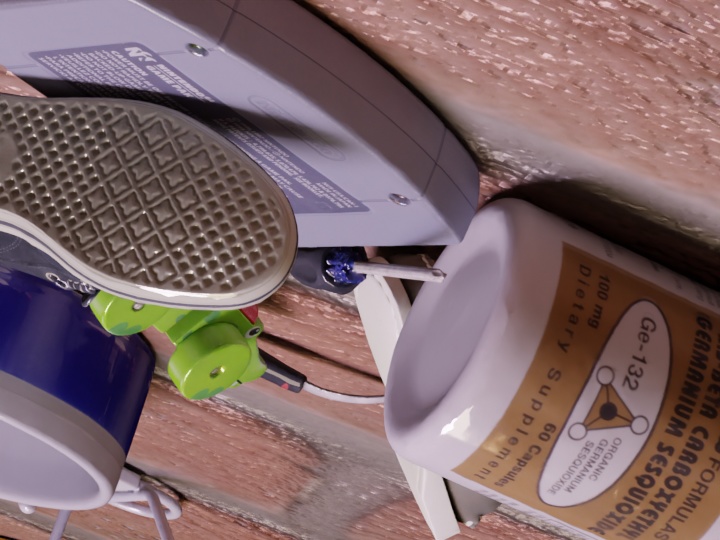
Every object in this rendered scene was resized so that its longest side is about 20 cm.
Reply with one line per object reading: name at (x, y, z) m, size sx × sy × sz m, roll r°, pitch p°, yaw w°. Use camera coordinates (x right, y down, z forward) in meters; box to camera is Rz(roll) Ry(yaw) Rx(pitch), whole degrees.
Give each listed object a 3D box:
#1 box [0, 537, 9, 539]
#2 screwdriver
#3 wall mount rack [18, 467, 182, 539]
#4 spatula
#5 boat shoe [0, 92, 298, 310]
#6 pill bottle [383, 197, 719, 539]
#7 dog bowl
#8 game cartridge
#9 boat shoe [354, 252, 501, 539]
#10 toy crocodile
box at (-0.275, 0.226, 2.185) m, size 0.200 × 0.041 × 0.119 m, roll 9°, pitch 159°, yaw 21°
screwdriver at (0.000, 0.000, 1.207) m, size 0.029 × 0.028 × 0.200 m, roll -18°, pitch -173°, yaw -10°
wall mount rack at (-0.184, 0.136, 1.778) m, size 0.200 × 0.075 × 0.174 m, roll 30°, pitch 159°, yaw -30°
spatula at (-0.012, 0.057, 1.468) m, size 0.200 × 0.021 × 0.057 m, roll 21°, pitch 163°, yaw -5°
boat shoe at (-0.104, -0.027, 1.136) m, size 0.200 × 0.075 × 0.062 m, roll 14°, pitch 167°, yaw 31°
pill bottle at (0.120, 0.060, 1.196) m, size 0.200 × 0.114 × 0.114 m, roll 24°, pitch 161°, yaw -16°
dog bowl at (-0.213, 0.052, 1.563) m, size 0.200 × 0.079 × 0.200 m, roll 17°, pitch 161°, yaw 6°
game cartridge at (-0.050, -0.067, 1.131) m, size 0.133 × 0.041 × 0.200 m, roll 5°, pitch 157°, yaw 46°
boat shoe at (0.041, 0.050, 1.335) m, size 0.060 × 0.072 × 0.202 m, roll -21°, pitch 145°, yaw -5°
toy crocodile at (-0.087, 0.002, 1.334) m, size 0.068 × 0.062 × 0.200 m, roll 55°, pitch -176°, yaw 31°
